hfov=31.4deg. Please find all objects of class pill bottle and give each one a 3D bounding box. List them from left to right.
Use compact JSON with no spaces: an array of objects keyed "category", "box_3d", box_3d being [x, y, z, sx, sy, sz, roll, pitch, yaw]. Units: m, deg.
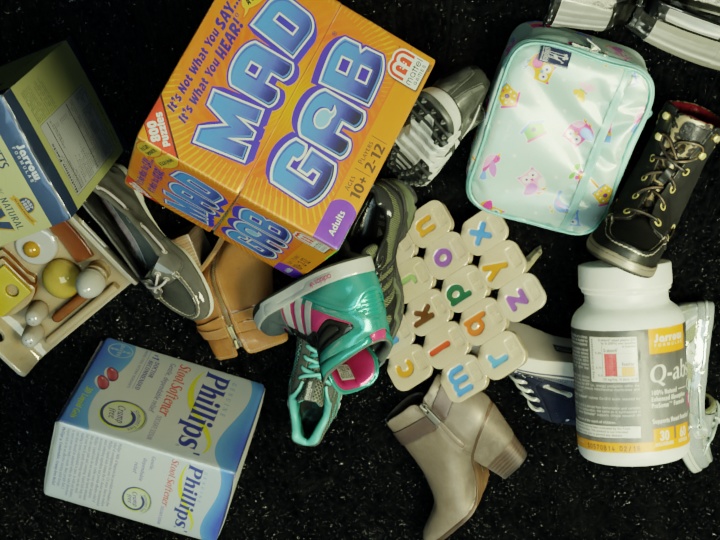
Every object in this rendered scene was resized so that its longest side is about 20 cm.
[{"category":"pill bottle","box_3d":[0.275,0.091,1.312,0.116,0.116,0.201,-3,96,8]}]

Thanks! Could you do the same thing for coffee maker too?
[{"category":"coffee maker","box_3d":[0.284,-0.294,1.180,0.199,0.135,0.193,17,90,-3]}]

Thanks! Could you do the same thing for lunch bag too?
[{"category":"lunch bag","box_3d":[0.200,-0.141,1.278,0.160,0.077,0.201,17,118,-1]}]

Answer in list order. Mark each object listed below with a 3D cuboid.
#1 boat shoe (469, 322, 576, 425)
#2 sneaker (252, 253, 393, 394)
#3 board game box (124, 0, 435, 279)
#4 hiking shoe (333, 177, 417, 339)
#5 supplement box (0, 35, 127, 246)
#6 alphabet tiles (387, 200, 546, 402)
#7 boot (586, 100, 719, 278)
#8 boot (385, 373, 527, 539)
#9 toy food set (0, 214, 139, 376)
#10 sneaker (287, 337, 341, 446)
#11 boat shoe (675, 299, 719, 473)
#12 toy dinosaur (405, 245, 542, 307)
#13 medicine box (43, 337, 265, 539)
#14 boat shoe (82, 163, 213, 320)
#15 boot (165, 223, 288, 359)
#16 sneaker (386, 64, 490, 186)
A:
[{"category":"boat shoe","box_3d":[0.189,0.117,1.397,0.199,0.075,0.093,14,121,-13]},{"category":"sneaker","box_3d":[-0.033,0.068,1.291,0.200,0.083,0.121,-29,77,55]},{"category":"board game box","box_3d":[-0.082,-0.137,1.204,0.199,0.200,0.200,29,77,-8]},{"category":"hiking shoe","box_3d":[0.000,0.000,1.330,0.075,0.101,0.201,9,93,28]},{"category":"supplement box","box_3d":[-0.374,-0.116,1.293,0.199,0.200,0.135,-20,112,16]},{"category":"alphabet tiles","box_3d":[0.092,0.032,1.346,0.195,0.015,0.201,-35,73,22]},{"category":"boot","box_3d":[0.289,-0.081,1.237,0.073,0.200,0.151,28,112,15]},{"category":"boot","box_3d":[0.089,0.213,1.479,0.146,0.070,0.200,38,113,-5]},{"category":"toy food set","box_3d":[-0.363,0.016,1.434,0.200,0.060,0.144,-37,107,21]},{"category":"sneaker","box_3d":[-0.044,0.110,1.424,0.077,0.091,0.201,7,117,3]},{"category":"boat shoe","box_3d":[0.365,0.128,1.394,0.064,0.074,0.203,-8,108,14]},{"category":"toy dinosaur","box_3d":[0.105,0.034,1.396,0.199,0.047,0.089,-10,108,8]},{"category":"medicine box","box_3d":[-0.225,0.186,1.432,0.199,0.182,0.103,16,117,-1]},{"category":"boat shoe","box_3d":[-0.235,-0.023,1.364,0.200,0.057,0.067,55,133,6]},{"category":"boot","box_3d":[-0.113,0.013,1.386,0.199,0.077,0.156,-18,107,21]},{"category":"sneaker","box_3d":[0.080,-0.144,1.263,0.090,0.200,0.067,-40,86,-19]}]
